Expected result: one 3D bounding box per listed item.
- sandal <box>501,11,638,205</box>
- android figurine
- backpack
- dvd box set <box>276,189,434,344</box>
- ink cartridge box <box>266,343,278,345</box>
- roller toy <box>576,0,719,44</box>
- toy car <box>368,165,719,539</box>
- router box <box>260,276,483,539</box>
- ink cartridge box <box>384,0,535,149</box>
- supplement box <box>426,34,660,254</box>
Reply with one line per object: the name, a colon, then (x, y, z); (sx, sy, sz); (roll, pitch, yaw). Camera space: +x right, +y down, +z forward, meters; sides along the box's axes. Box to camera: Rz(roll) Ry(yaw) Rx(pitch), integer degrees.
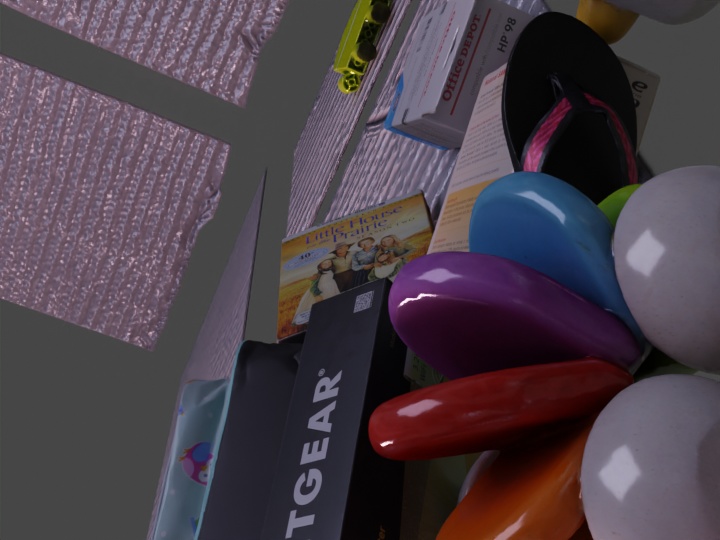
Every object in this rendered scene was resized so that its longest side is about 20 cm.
sandal: (0.114, -0.042, 0.567); (0.045, 0.074, 0.202); (116, 156, -77)
android figurine: (0.003, -0.369, 1.720); (0.200, 0.041, 0.184); (-150, 80, -78)
backpack: (-0.028, 0.152, 0.638); (0.200, 0.152, 0.177); (51, -144, -49)
dvd box set: (0.000, 0.000, 0.940); (0.200, 0.145, 0.030); (-94, -16, -64)
ink cartridge box: (-0.055, 0.174, 0.910); (0.198, 0.043, 0.202); (-151, 57, -80)
roller toy: (0.156, -0.226, 0.554); (0.182, 0.139, 0.202); (-94, 25, -88)
toy car: (0.078, 0.046, 0.443); (0.175, 0.149, 0.202); (133, 154, -63)
router box: (0.028, 0.130, 0.513); (0.052, 0.157, 0.201); (-20, 45, 36)
ink cartridge box: (0.087, -0.172, 0.954); (0.200, 0.066, 0.117); (-156, 86, -79)
supplement box: (0.097, -0.027, 0.660); (0.126, 0.073, 0.202); (175, 114, -77)
